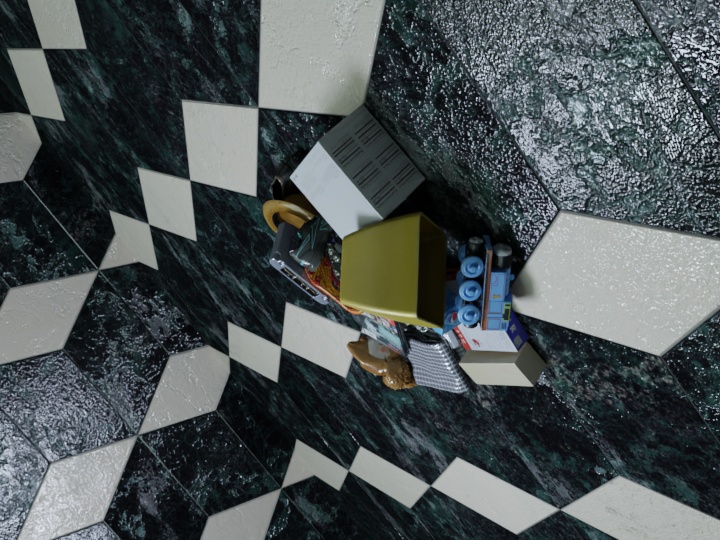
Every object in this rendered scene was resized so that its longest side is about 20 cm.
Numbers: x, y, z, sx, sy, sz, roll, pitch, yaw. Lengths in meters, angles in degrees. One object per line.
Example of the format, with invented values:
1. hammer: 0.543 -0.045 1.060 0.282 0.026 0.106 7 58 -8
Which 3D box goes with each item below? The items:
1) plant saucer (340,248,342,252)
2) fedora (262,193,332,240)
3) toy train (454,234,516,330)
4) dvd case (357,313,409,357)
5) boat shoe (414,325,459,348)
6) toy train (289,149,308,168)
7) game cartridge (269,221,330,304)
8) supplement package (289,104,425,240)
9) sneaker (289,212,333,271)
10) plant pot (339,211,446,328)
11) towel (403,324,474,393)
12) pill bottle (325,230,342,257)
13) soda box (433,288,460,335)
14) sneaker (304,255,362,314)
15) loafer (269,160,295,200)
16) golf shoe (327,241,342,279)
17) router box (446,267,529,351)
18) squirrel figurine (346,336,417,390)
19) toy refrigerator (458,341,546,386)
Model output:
1. plant saucer: 0.057 -0.050 1.625 0.196 0.070 0.019 2 106 3
2. fedora: -0.150 -0.134 1.877 0.198 0.082 0.202 22 151 13
3. toy train: 0.250 0.027 1.480 0.112 0.087 0.203 0 116 1
4. dvd case: 0.046 0.125 1.841 0.145 0.022 0.201 27 151 34
5. boat shoe: 0.155 0.110 1.747 0.200 0.068 0.074 54 180 7
6. toy train: -0.092 -0.233 1.719 0.198 0.046 0.034 28 148 34
7. game cartridge: -0.137 -0.023 1.813 0.040 0.135 0.200 -20 133 37
8. supplement package: -0.009 -0.193 1.538 0.201 0.147 0.191 49 153 -4
9. sneaker: -0.099 -0.101 1.738 0.078 0.202 0.075 24 163 -3
10. plant pot: 0.063 0.006 1.490 0.174 0.204 0.200 0 170 21
11. towel: 0.189 0.220 1.872 0.199 0.085 0.167 2 128 55
12. pill bottle: -0.016 -0.063 1.764 0.112 0.112 0.200 43 154 7
13. soda box: 0.135 0.054 1.634 0.199 0.064 0.069 38 140 38
14. sneaker: -0.064 0.035 1.770 0.200 0.073 0.077 47 175 13
15. loafer: -0.208 -0.212 1.901 0.072 0.063 0.200 44 153 6
16. golf shoe: 0.000 0.000 1.660 0.200 0.087 0.078 47 156 28
17. router box: 0.253 0.086 1.636 0.201 0.049 0.179 56 152 -16
18. squirrel figurine: 0.073 0.252 2.016 0.201 0.141 0.187 50 170 17
19. toy refrigerator: 0.322 0.211 1.685 0.076 0.070 0.199 47 155 -16
